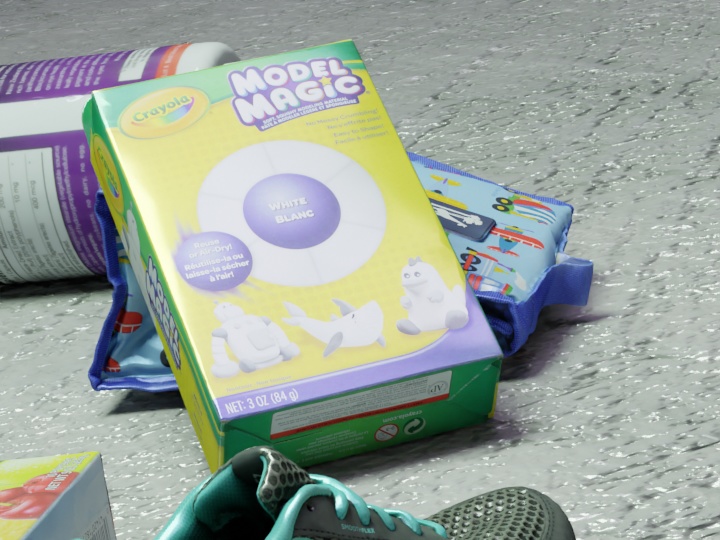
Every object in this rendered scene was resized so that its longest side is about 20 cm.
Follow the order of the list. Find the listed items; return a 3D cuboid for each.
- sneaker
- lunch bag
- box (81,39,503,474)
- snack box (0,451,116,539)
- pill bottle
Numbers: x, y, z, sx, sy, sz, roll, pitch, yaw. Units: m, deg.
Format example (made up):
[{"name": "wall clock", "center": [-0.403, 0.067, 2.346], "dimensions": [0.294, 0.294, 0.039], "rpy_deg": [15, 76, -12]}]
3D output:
[{"name": "sneaker", "center": [-0.010, 0.090, 0.809], "dimensions": [0.077, 0.091, 0.200], "rpy_deg": [6, 20, 44]}, {"name": "lunch bag", "center": [0.000, 0.000, 1.215], "dimensions": [0.200, 0.094, 0.151], "rpy_deg": [7, 17, 10]}, {"name": "box", "center": [-0.032, -0.017, 1.112], "dimensions": [0.117, 0.048, 0.200], "rpy_deg": [-13, 51, -16]}, {"name": "snack box", "center": [-0.173, 0.117, 0.884], "dimensions": [0.142, 0.053, 0.200], "rpy_deg": [-7, 14, 15]}, {"name": "pill bottle", "center": [-0.155, -0.050, 1.415], "dimensions": [0.200, 0.112, 0.111], "rpy_deg": [-5, 15, 16]}]
